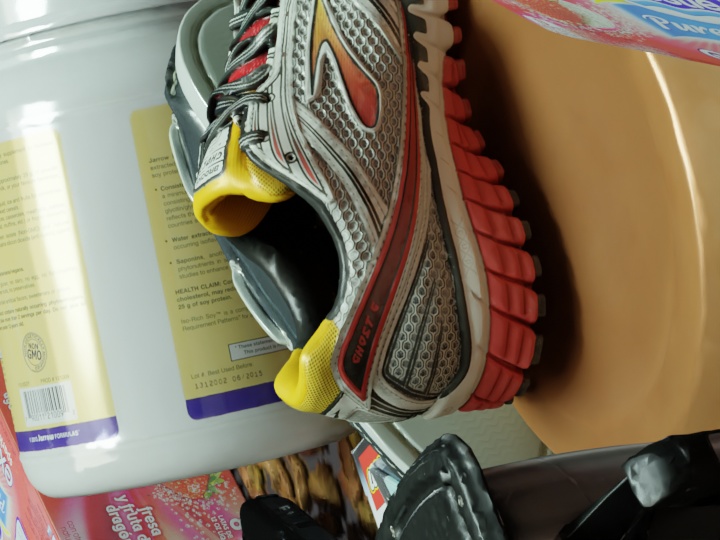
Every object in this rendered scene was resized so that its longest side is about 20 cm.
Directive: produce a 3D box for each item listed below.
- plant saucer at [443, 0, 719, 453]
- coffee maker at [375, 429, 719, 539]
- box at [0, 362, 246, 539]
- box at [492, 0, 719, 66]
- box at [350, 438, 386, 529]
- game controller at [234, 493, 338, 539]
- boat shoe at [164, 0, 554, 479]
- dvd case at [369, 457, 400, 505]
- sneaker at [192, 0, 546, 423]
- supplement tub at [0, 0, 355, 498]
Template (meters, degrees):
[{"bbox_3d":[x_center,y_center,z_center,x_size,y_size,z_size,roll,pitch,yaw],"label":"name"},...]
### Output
[{"bbox_3d":[0.070,-0.022,0.846,0.200,0.037,0.201,41,137,55],"label":"plant saucer"},{"bbox_3d":[0.121,0.120,0.720,0.135,0.199,0.193,145,114,-68],"label":"coffee maker"},{"bbox_3d":[-0.130,0.101,1.449,0.103,0.094,0.200,100,150,-42],"label":"box"},{"bbox_3d":[0.102,-0.101,0.692,0.199,0.095,0.100,17,87,46],"label":"box"},{"bbox_3d":[0.056,0.076,1.072,0.200,0.035,0.111,126,128,-61],"label":"box"},{"bbox_3d":[-0.012,0.158,1.236,0.200,0.042,0.105,-153,56,-73],"label":"game controller"},{"bbox_3d":[0.000,0.000,0.970,0.201,0.075,0.060,63,158,22],"label":"boat shoe"},{"bbox_3d":[0.080,0.141,0.947,0.200,0.022,0.147,28,145,62],"label":"dvd case"},{"bbox_3d":[-0.013,-0.051,0.872,0.078,0.082,0.201,130,125,-62],"label":"sneaker"},{"bbox_3d":[-0.084,-0.019,1.216,0.145,0.145,0.201,169,90,-68],"label":"supplement tub"}]
